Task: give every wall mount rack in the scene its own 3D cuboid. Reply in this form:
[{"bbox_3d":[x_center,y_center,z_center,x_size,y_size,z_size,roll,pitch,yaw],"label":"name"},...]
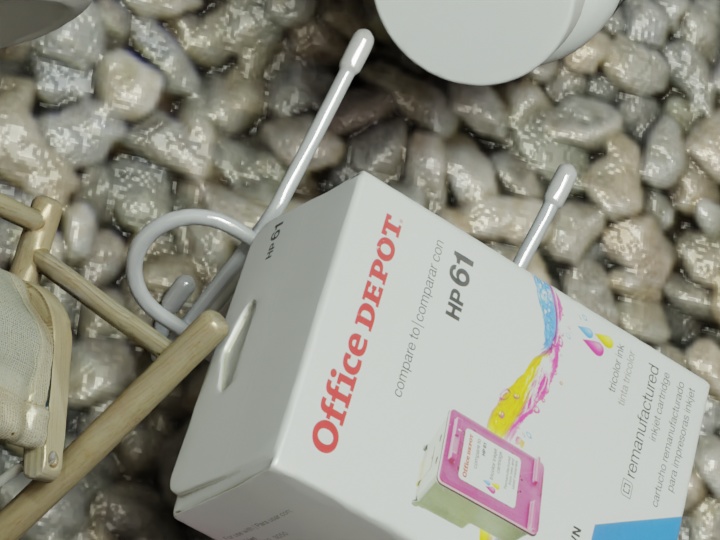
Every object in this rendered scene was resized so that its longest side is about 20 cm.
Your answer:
[{"bbox_3d":[0.000,0.000,1.189,0.200,0.174,0.075,32,26,-16],"label":"wall mount rack"}]

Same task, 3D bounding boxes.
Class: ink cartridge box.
[{"bbox_3d":[0.037,0.073,1.099,0.200,0.085,0.145,30,58,-22],"label":"ink cartridge box"}]

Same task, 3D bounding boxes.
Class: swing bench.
[{"bbox_3d":[-0.196,0.052,1.049,0.199,0.130,0.200,29,93,-53],"label":"swing bench"}]

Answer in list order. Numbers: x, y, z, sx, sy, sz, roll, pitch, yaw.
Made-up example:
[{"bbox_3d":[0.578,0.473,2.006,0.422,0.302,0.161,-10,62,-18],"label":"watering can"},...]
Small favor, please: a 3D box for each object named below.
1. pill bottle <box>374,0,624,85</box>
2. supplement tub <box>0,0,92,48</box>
[{"bbox_3d":[0.078,-0.161,1.229,0.116,0.116,0.200,54,27,-7],"label":"pill bottle"},{"bbox_3d":[-0.197,-0.200,1.142,0.140,0.140,0.200,-8,83,-26],"label":"supplement tub"}]
